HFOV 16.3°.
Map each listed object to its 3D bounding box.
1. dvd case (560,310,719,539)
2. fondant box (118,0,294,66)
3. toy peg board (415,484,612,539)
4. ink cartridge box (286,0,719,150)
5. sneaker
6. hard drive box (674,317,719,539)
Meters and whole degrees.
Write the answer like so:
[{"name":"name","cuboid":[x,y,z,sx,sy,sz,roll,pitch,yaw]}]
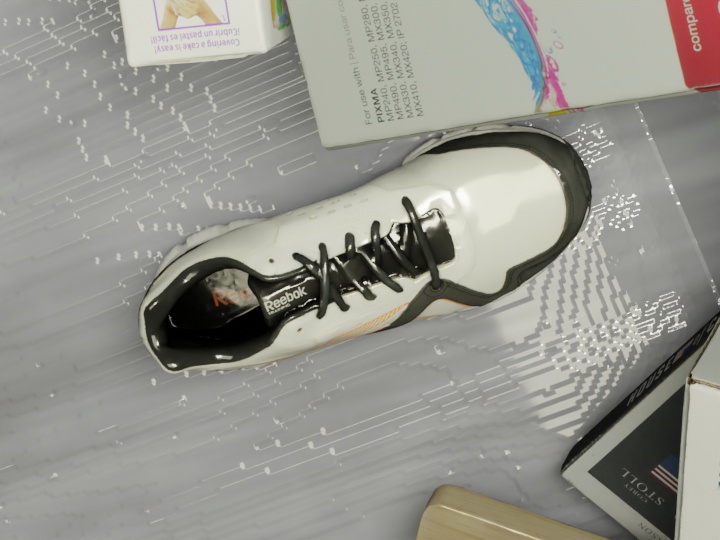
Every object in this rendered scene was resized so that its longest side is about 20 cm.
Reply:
[{"name":"dvd case","cuboid":[0.188,0.073,0.979,0.150,0.025,0.200,39,135,-2]},{"name":"fondant box","cuboid":[-0.056,-0.188,0.950,0.058,0.144,0.200,-5,103,15]},{"name":"toy peg board","cuboid":[0.092,0.221,1.030,0.200,0.098,0.199,18,121,8]},{"name":"ink cartridge box","cuboid":[0.092,-0.110,0.906,0.200,0.146,0.083,-7,103,34]},{"name":"sneaker","cuboid":[0.000,0.000,1.024,0.200,0.080,0.074,-21,97,17]},{"name":"hard drive box","cuboid":[0.218,0.101,0.910,0.200,0.077,0.156,16,132,20]}]
